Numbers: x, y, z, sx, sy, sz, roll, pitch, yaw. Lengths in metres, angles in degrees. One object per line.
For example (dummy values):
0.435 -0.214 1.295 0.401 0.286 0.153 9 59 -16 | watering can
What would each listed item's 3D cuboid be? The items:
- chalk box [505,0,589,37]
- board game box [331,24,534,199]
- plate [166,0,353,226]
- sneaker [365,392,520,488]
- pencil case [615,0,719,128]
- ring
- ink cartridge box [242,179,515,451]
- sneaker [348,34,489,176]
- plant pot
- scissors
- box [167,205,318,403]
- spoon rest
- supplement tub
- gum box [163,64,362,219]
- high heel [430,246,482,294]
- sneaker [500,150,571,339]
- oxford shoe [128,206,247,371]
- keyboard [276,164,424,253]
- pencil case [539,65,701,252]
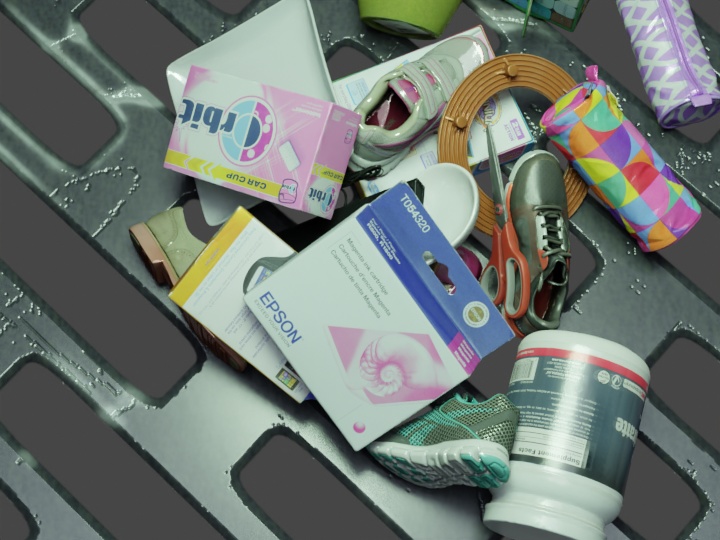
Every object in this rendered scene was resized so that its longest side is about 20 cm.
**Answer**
0.215 -0.361 1.714 0.123 0.125 0.201 26 74 7 | chalk box
0.072 -0.166 1.698 0.198 0.040 0.154 -21 75 -6 | board game box
-0.107 -0.173 1.666 0.198 0.032 0.202 -24 73 25 | plate
0.088 0.166 1.541 0.078 0.199 0.092 43 60 -32 | sneaker
0.343 -0.259 1.705 0.083 0.086 0.202 -13 75 -14 | pencil case
0.174 -0.132 1.648 0.199 0.019 0.203 -2 94 -24 | ring
0.018 0.047 1.514 0.199 0.043 0.197 -35 96 15 | ink cartridge box
0.064 -0.184 1.635 0.200 0.088 0.081 -43 78 -12 | sneaker
0.067 -0.366 1.700 0.185 0.187 0.202 12 88 3 | plant pot
0.153 -0.052 1.599 0.014 0.073 0.202 -3 98 -36 | scissors
-0.084 0.042 1.568 0.200 0.041 0.119 40 89 -9 | box
0.060 -0.015 1.560 0.099 0.060 0.202 19 89 41 | spoon rest
0.207 0.174 1.545 0.139 0.140 0.202 15 74 4 | supplement tub
-0.109 -0.137 1.606 0.199 0.066 0.114 18 92 30 | gum box
0.066 0.066 1.633 0.067 0.096 0.202 20 88 41 | high heel
0.199 -0.027 1.611 0.076 0.082 0.202 1 91 -23 | sneaker
-0.166 0.015 1.628 0.074 0.071 0.201 -33 77 -15 | oxford shoe
-0.013 -0.053 1.613 0.199 0.021 0.128 -19 55 35 | keyboard
0.279 -0.115 1.630 0.088 0.088 0.200 -42 102 -12 | pencil case
